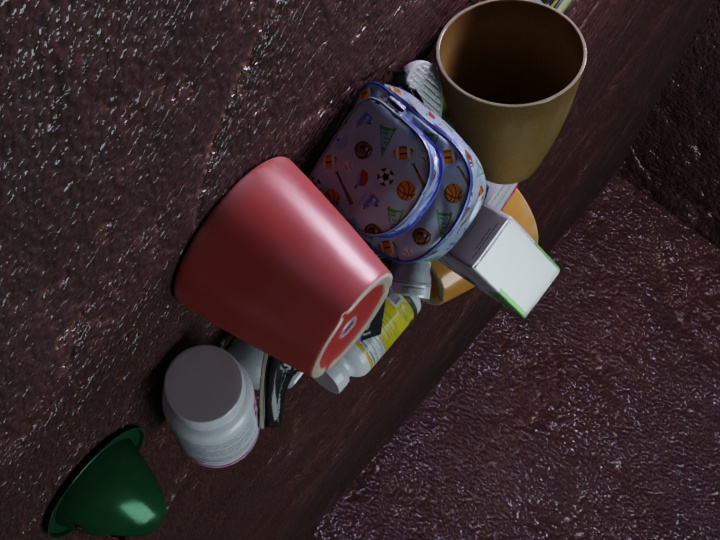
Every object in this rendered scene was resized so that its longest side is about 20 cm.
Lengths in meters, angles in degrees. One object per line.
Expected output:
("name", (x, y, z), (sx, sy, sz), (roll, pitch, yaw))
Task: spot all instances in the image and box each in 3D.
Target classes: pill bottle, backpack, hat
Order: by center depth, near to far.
("backpack", (0.045, -0.105, 1.532), (0.201, 0.190, 0.154), (-57, 170, 17))
("hat", (-0.255, 0.308, 1.603), (0.166, 0.175, 0.200), (-54, 168, 7))
("pill bottle", (-0.183, 0.167, 1.627), (0.114, 0.113, 0.200), (-49, 168, -16))
("pill bottle", (-0.003, 0.094, 2.111), (0.200, 0.112, 0.113), (-48, 167, -19))

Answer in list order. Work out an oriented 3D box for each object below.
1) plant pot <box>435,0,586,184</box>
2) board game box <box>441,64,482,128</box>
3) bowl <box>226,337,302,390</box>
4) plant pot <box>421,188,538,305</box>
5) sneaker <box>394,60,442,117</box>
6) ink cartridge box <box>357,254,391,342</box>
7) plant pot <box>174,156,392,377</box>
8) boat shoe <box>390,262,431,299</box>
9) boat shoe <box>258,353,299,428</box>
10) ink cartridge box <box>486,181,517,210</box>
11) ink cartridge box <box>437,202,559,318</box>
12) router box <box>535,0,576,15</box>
("plant pot", (0.190, -0.211, 1.699), (0.187, 0.185, 0.201), (-46, 153, -26))
("board game box", (0.098, -0.189, 1.795), (0.201, 0.047, 0.102), (-52, 155, -3))
("bowl", (-0.097, 0.087, 1.833), (0.201, 0.074, 0.200), (-54, 169, -3))
("plant pot", (0.151, -0.049, 2.115), (0.183, 0.200, 0.201), (-38, 163, -23))
("sneaker", (0.044, -0.169, 1.671), (0.075, 0.104, 0.203), (-13, 114, -36))
("ink cartridge box", (0.000, 0.000, 1.766), (0.094, 0.037, 0.203), (-16, 119, -46))
("plant pot", (-0.075, 0.008, 1.442), (0.201, 0.177, 0.201), (-49, 168, -14))
("boat shoe", (0.066, -0.004, 1.836), (0.200, 0.071, 0.069), (-48, 148, -85))
("boat shoe", (-0.095, 0.103, 1.690), (0.074, 0.062, 0.204), (126, -27, -84))
("ink cartridge box", (0.172, -0.126, 1.923), (0.145, 0.083, 0.200), (-53, 171, -18))
("ink cartridge box", (0.140, -0.042, 1.723), (0.084, 0.199, 0.145), (-53, 134, -2))
("router box", (0.266, -0.393, 1.889), (0.201, 0.052, 0.157), (-52, 168, -3))
